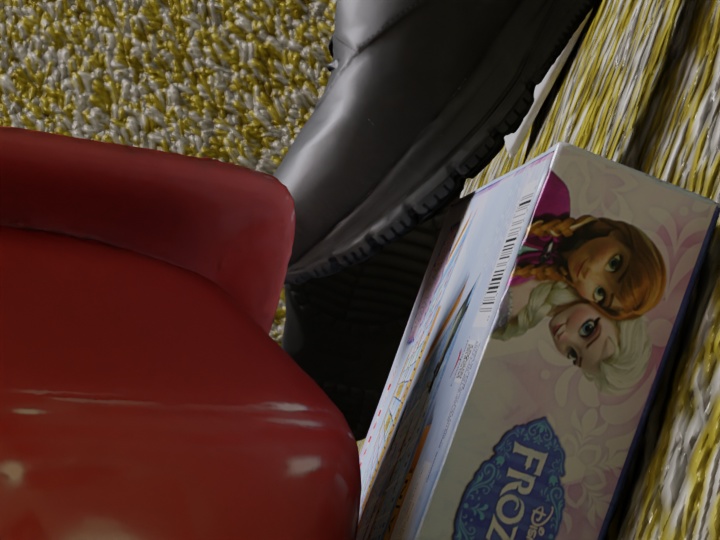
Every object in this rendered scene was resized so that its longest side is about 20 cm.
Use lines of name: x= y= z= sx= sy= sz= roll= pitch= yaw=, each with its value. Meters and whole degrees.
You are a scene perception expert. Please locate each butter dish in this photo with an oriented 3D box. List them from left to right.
butter dish: x=-0.070 y=0.082 z=0.492 sx=0.200 sy=0.148 sz=0.200 roll=6 pitch=-71 yaw=-51

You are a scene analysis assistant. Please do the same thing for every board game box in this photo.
board game box: x=0.018 y=0.075 z=0.570 sx=0.200 sy=0.041 sz=0.201 roll=165 pitch=126 yaw=-86

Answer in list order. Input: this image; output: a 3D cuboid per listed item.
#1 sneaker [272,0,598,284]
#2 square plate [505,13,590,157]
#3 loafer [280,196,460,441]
sneaker: x=0.024 y=-0.084 z=0.648 sx=0.200 sy=0.091 sz=0.076 roll=-51 pitch=2 yaw=-1
square plate: x=0.101 y=-0.177 z=0.936 sx=0.198 sy=0.028 sz=0.200 roll=-73 pitch=5 yaw=-47
loafer: x=0.000 y=0.000 z=1.084 sx=0.200 sy=0.073 sz=0.072 roll=114 pitch=174 yaw=-50
